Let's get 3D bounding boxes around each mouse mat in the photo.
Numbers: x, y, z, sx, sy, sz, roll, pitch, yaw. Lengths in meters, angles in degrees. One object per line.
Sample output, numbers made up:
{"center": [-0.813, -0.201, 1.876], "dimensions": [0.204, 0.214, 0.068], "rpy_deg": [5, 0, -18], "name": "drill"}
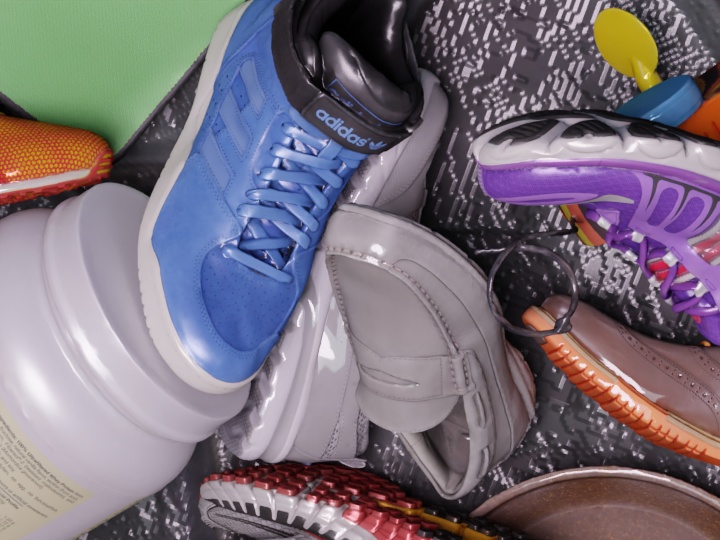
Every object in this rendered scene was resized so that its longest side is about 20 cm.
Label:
{"center": [-0.116, -0.163, 1.148], "dimensions": [0.161, 0.008, 0.200], "rpy_deg": [38, 98, -24], "name": "mouse mat"}

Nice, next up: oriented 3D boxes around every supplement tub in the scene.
{"center": [-0.165, 0.061, 1.160], "dimensions": [0.200, 0.145, 0.145], "rpy_deg": [-31, 94, 22], "name": "supplement tub"}

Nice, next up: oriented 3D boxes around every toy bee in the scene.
{"center": [0.125, -0.054, 1.129], "dimensions": [0.199, 0.109, 0.132], "rpy_deg": [-14, 98, -15], "name": "toy bee"}

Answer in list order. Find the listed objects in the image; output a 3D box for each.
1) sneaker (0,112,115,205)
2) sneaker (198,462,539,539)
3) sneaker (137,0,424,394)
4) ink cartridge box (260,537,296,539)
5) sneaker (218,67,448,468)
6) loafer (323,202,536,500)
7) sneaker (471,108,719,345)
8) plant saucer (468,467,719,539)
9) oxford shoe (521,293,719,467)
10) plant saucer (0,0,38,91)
{"center": [-0.211, -0.066, 1.145], "dimensions": [0.199, 0.073, 0.078], "rpy_deg": [5, 92, 6], "name": "sneaker"}
{"center": [-0.003, 0.142, 1.161], "dimensions": [0.199, 0.078, 0.083], "rpy_deg": [20, 103, 40], "name": "sneaker"}
{"center": [-0.030, -0.048, 1.099], "dimensions": [0.077, 0.201, 0.111], "rpy_deg": [31, 148, -28], "name": "sneaker"}
{"center": [-0.019, 0.223, 1.141], "dimensions": [0.067, 0.116, 0.200], "rpy_deg": [-36, 97, -21], "name": "ink cartridge box"}
{"center": [0.000, 0.000, 1.181], "dimensions": [0.082, 0.075, 0.201], "rpy_deg": [17, 101, -29], "name": "sneaker"}
{"center": [0.028, 0.039, 1.113], "dimensions": [0.070, 0.200, 0.070], "rpy_deg": [16, 67, 32], "name": "loafer"}
{"center": [0.138, -0.015, 1.041], "dimensions": [0.199, 0.081, 0.084], "rpy_deg": [15, 95, -18], "name": "sneaker"}
{"center": [0.121, 0.187, 1.193], "dimensions": [0.199, 0.037, 0.202], "rpy_deg": [2, 101, 10], "name": "plant saucer"}
{"center": [0.169, 0.056, 1.159], "dimensions": [0.199, 0.071, 0.073], "rpy_deg": [31, 87, -3], "name": "oxford shoe"}
{"center": [-0.241, -0.159, 1.191], "dimensions": [0.199, 0.048, 0.201], "rpy_deg": [26, 104, 3], "name": "plant saucer"}
